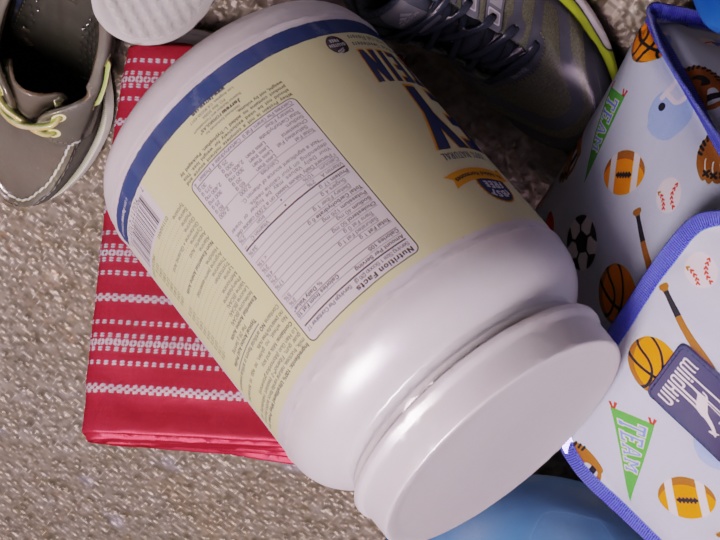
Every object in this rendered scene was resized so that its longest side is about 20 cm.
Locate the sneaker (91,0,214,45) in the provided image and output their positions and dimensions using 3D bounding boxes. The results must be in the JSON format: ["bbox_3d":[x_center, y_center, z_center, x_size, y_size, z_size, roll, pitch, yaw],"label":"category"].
[{"bbox_3d":[-0.057,-0.202,0.872,0.072,0.115,0.200,28,132,-26],"label":"sneaker"}]

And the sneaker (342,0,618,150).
[{"bbox_3d":[0.036,-0.121,0.913,0.200,0.081,0.074,41,128,-9],"label":"sneaker"}]

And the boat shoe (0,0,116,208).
[{"bbox_3d":[-0.159,-0.107,1.013,0.072,0.060,0.202,26,128,3],"label":"boat shoe"}]

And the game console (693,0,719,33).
[{"bbox_3d":[0.197,-0.213,0.767,0.171,0.118,0.201,-28,73,61],"label":"game console"}]

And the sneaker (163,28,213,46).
[{"bbox_3d":[-0.052,-0.020,0.996,0.071,0.113,0.200,-27,110,33],"label":"sneaker"}]

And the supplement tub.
[{"bbox_3d":[0.000,0.000,0.845,0.200,0.145,0.145,50,132,23],"label":"supplement tub"}]

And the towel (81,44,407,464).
[{"bbox_3d":[-0.053,-0.009,0.950,0.144,0.201,0.022,3,166,7],"label":"towel"}]

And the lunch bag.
[{"bbox_3d":[0.157,0.012,0.869,0.123,0.201,0.170,3,137,-26],"label":"lunch bag"}]

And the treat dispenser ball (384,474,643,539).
[{"bbox_3d":[0.088,0.208,1.043,0.200,0.201,0.202,10,126,15],"label":"treat dispenser ball"}]
